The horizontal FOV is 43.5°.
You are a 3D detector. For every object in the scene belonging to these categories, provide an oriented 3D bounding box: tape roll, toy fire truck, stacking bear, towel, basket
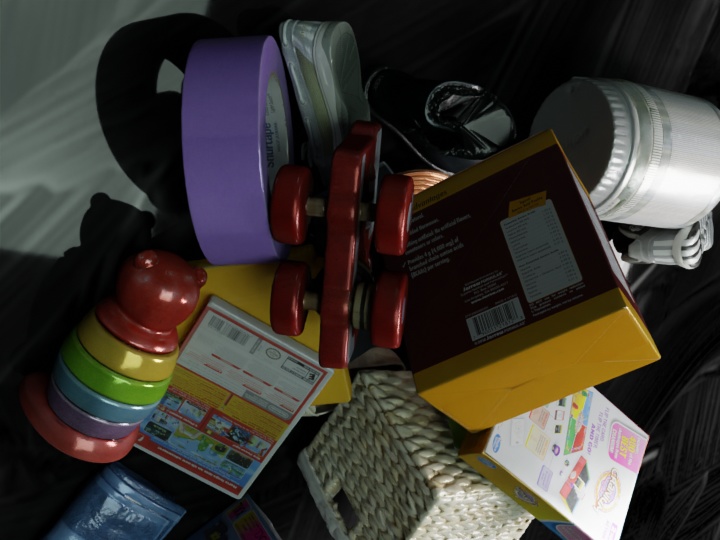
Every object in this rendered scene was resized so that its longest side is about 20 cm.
[{"bbox_3d":[-0.103,-0.106,0.806,0.065,0.200,0.201,-3,113,5],"label":"tape roll"},{"bbox_3d":[-0.008,-0.024,0.803,0.112,0.168,0.201,6,109,8],"label":"toy fire truck"},{"bbox_3d":[-0.219,0.069,0.845,0.121,0.114,0.200,22,108,-32],"label":"stacking bear"},{"bbox_3d":[-0.290,0.305,0.959,0.200,0.049,0.112,-49,123,-3],"label":"towel"},{"bbox_3d":[0.074,0.230,1.006,0.200,0.198,0.161,8,124,-39],"label":"basket"}]

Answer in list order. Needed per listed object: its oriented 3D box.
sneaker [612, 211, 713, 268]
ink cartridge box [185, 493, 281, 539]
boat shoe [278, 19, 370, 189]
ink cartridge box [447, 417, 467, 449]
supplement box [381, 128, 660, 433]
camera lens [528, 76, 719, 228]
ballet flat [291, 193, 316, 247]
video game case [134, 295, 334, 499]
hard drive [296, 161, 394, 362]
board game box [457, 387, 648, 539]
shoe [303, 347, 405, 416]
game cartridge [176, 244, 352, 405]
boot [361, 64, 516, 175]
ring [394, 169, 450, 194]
[{"bbox_3d":[0.392,-0.053,1.176,0.200,0.115,0.075,-26,112,-59],"label":"sneaker"},{"bbox_3d":[-0.167,0.362,0.994,0.200,0.136,0.076,-38,120,-11],"label":"ink cartridge box"},{"bbox_3d":[-0.035,-0.159,0.896,0.202,0.065,0.075,79,30,-50],"label":"boat shoe"},{"bbox_3d":[0.161,0.116,1.003,0.148,0.200,0.076,22,124,-25],"label":"ink cartridge box"},{"bbox_3d":[0.142,0.014,0.857,0.197,0.200,0.133,-25,146,18],"label":"supplement box"},{"bbox_3d":[0.316,-0.134,1.047,0.200,0.160,0.160,4,107,-29],"label":"camera lens"},{"bbox_3d":[-0.092,0.010,0.946,0.071,0.069,0.200,9,105,-13],"label":"ballet flat"},{"bbox_3d":[-0.137,0.135,0.921,0.143,0.017,0.200,30,114,-12],"label":"video game case"},{"bbox_3d":[0.000,0.000,0.949,0.135,0.042,0.200,-30,130,-32],"label":"hard drive"},{"bbox_3d":[0.208,0.184,0.947,0.200,0.040,0.153,41,56,-17],"label":"board game box"},{"bbox_3d":[-0.041,0.124,1.019,0.200,0.053,0.070,-12,114,-24],"label":"shoe"},{"bbox_3d":[-0.120,0.066,0.913,0.199,0.032,0.177,-7,116,5],"label":"game cartridge"},{"bbox_3d":[0.104,-0.139,0.927,0.200,0.168,0.077,29,94,-34],"label":"boot"},{"bbox_3d":[0.048,-0.022,1.021,0.200,0.019,0.201,-13,122,-22],"label":"ring"}]
